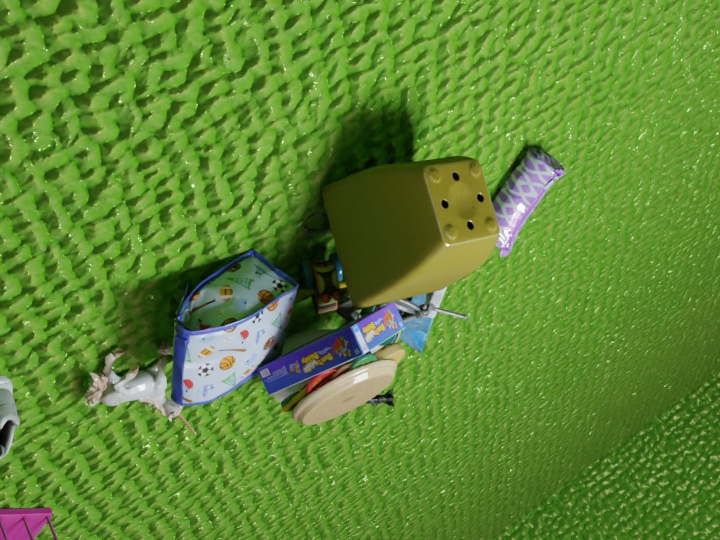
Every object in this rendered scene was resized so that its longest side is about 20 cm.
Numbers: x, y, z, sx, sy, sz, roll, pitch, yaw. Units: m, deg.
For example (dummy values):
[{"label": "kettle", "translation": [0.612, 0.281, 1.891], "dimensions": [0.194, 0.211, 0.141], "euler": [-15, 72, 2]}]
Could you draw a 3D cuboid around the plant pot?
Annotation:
[{"label": "plant pot", "translation": [0.091, -0.072, 1.317], "dimensions": [0.192, 0.199, 0.199], "euler": [-12, 174, -37]}]

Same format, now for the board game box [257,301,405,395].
[{"label": "board game box", "translation": [-0.044, 0.120, 1.366], "dimensions": [0.198, 0.045, 0.134], "euler": [-27, 179, 35]}]

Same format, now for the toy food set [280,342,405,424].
[{"label": "toy food set", "translation": [-0.028, 0.187, 1.436], "dimensions": [0.196, 0.049, 0.200], "euler": [-6, 151, -48]}]

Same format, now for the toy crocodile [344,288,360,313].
[{"label": "toy crocodile", "translation": [0.000, 0.000, 1.511], "dimensions": [0.201, 0.061, 0.068], "euler": [99, 14, -52]}]

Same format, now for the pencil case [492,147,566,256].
[{"label": "pencil case", "translation": [0.299, -0.130, 1.638], "dimensions": [0.083, 0.086, 0.201], "euler": [2, 129, -44]}]

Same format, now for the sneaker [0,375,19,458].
[{"label": "sneaker", "translation": [-0.530, 0.244, 1.222], "dimensions": [0.075, 0.092, 0.201], "euler": [4, 127, -47]}]

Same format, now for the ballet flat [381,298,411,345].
[{"label": "ballet flat", "translation": [0.063, 0.081, 1.675], "dimensions": [0.069, 0.070, 0.202], "euler": [-12, 137, -36]}]

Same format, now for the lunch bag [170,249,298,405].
[{"label": "lunch bag", "translation": [-0.206, 0.092, 1.329], "dimensions": [0.199, 0.123, 0.172], "euler": [-38, 153, -41]}]

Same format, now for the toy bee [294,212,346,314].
[{"label": "toy bee", "translation": [-0.064, 0.021, 1.418], "dimensions": [0.129, 0.110, 0.200], "euler": [-23, 145, 9]}]

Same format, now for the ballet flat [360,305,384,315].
[{"label": "ballet flat", "translation": [0.020, 0.096, 1.629], "dimensions": [0.071, 0.072, 0.201], "euler": [-6, 139, -41]}]

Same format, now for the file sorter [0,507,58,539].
[{"label": "file sorter", "translation": [-0.588, 0.474, 1.404], "dimensions": [0.139, 0.126, 0.199], "euler": [-50, 146, 15]}]

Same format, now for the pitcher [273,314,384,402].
[{"label": "pitcher", "translation": [-0.054, 0.164, 1.560], "dimensions": [0.198, 0.123, 0.171], "euler": [-23, 152, 15]}]

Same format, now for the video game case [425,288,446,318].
[{"label": "video game case", "translation": [0.149, -0.051, 1.519], "dimensions": [0.023, 0.184, 0.202], "euler": [15, 130, -4]}]

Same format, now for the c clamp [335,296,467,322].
[{"label": "c clamp", "translation": [0.053, 0.076, 1.497], "dimensions": [0.169, 0.028, 0.199], "euler": [22, 157, -27]}]

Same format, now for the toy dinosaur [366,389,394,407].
[{"label": "toy dinosaur", "translation": [-0.005, 0.219, 1.749], "dimensions": [0.133, 0.104, 0.200], "euler": [-4, 178, -3]}]

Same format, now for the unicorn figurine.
[{"label": "unicorn figurine", "translation": [-0.335, 0.178, 1.377], "dimensions": [0.197, 0.074, 0.138], "euler": [7, 127, -30]}]

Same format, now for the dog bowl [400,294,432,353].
[{"label": "dog bowl", "translation": [0.116, 0.078, 1.671], "dimensions": [0.201, 0.049, 0.113], "euler": [96, 15, -63]}]
